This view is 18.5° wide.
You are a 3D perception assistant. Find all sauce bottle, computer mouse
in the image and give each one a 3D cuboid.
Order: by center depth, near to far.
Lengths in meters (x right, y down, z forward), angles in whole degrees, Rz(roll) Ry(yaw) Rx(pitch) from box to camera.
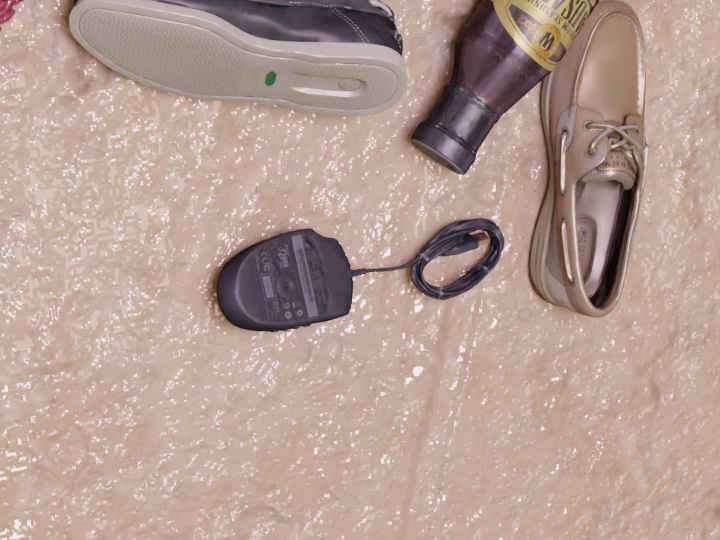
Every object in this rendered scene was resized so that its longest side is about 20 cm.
[{"bbox_3d":[0.102,-0.151,1.354,0.066,0.066,0.201,32,87,-25],"label":"sauce bottle"},{"bbox_3d":[0.000,0.000,1.363,0.199,0.034,0.059,-9,87,-27],"label":"computer mouse"}]

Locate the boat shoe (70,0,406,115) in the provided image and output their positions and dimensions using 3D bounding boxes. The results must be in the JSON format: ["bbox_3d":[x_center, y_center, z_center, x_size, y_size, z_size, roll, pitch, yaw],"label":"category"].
[{"bbox_3d":[-0.071,-0.141,1.284,0.198,0.072,0.068,8,57,-17],"label":"boat shoe"}]

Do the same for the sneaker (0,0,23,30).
[{"bbox_3d":[-0.205,-0.205,1.213,0.074,0.081,0.201,24,90,3],"label":"sneaker"}]

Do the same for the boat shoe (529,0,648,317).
[{"bbox_3d":[0.153,-0.071,1.391,0.072,0.065,0.202,5,99,-24],"label":"boat shoe"}]
